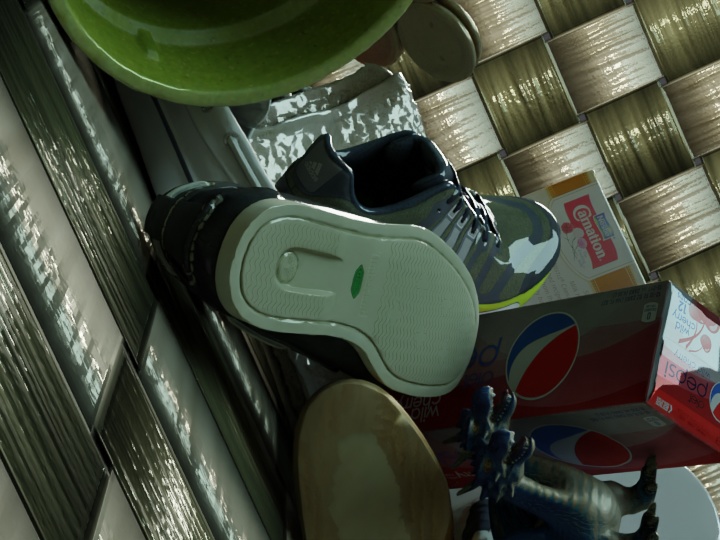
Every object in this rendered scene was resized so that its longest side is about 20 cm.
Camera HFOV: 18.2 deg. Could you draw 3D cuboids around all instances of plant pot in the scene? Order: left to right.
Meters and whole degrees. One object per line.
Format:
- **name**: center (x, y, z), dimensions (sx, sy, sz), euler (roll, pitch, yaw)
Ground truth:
- **plant pot**: center (-0.080, -0.205, 1.024), dimensions (0.184, 0.200, 0.201), euler (51, -10, 50)

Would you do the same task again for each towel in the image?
- **towel**: center (0.000, 0.000, 1.178), dimensions (0.034, 0.132, 0.201), euler (-13, -82, 56)

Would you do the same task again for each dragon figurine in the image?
- **dragon figurine**: center (0.084, 0.131, 1.042), dimensions (0.059, 0.099, 0.201), euler (-83, 176, -46)

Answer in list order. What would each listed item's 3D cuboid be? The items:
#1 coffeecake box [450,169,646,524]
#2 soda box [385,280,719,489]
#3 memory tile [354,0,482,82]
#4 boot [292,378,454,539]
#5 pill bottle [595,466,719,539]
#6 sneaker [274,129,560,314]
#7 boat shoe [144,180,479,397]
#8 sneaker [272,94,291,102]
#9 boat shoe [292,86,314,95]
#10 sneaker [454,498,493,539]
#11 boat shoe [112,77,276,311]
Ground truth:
- **coffeecake box**: center (0.070, 0.056, 1.271), dimensions (0.073, 0.199, 0.154), euler (82, -14, -70)
- **soda box**: center (0.087, 0.059, 1.084), dimensions (0.070, 0.199, 0.064), euler (32, 61, -34)
- **memory tile**: center (-0.017, -0.191, 1.166), dimensions (0.153, 0.017, 0.201), euler (14, -43, 40)
- **boot**: center (0.004, 0.116, 1.071), dimensions (0.144, 0.070, 0.202), euler (-122, -170, -65)
- **pill bottle**: center (0.120, 0.189, 1.249), dimensions (0.200, 0.113, 0.114), euler (114, -38, -50)
- **sneaker**: center (0.033, -0.025, 1.116), dimensions (0.199, 0.081, 0.074), euler (-1, 46, -44)
- **boat shoe**: center (-0.014, 0.006, 0.989), dimensions (0.067, 0.072, 0.200), euler (15, -6, 38)
- **sneaker**: center (-0.082, -0.119, 1.235), dimensions (0.112, 0.071, 0.201), euler (-125, -167, -86)
- **boat shoe**: center (-0.031, -0.074, 1.327), dimensions (0.200, 0.075, 0.062), euler (41, 10, 24)
- **sneaker**: center (0.115, 0.212, 1.139), dimensions (0.080, 0.129, 0.200), euler (126, -41, -62)
- **boat shoe**: center (-0.074, -0.075, 1.062), dimensions (0.074, 0.065, 0.201), euler (60, 7, -66)
